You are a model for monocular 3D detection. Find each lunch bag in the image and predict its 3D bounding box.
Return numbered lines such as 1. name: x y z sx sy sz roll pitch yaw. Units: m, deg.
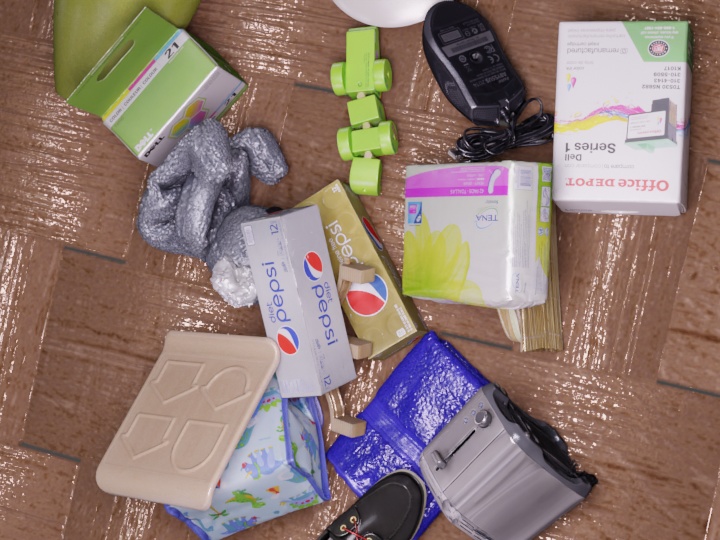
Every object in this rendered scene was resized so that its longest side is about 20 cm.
1. lunch bag: -0.135 0.188 1.741 0.168 0.128 0.202 -22 50 12

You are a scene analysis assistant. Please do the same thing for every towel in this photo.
1. towel: 0.067 0.188 1.720 0.147 0.050 0.200 41 96 15

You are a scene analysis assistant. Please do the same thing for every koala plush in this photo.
1. koala plush: -0.145 -0.040 1.749 0.184 0.177 0.201 -43 76 20

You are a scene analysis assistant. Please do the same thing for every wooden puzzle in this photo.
1. wooden puzzle: -0.185 0.167 1.677 0.184 0.046 0.202 1 58 41

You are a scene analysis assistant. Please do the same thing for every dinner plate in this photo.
1. dinner plate: 0.042 -0.384 1.783 0.198 0.024 0.203 -3 76 13

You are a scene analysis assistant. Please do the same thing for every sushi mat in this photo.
1. sushi mat: 0.197 -0.010 1.680 0.012 0.095 0.203 -6 83 35

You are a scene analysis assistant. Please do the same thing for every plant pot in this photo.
1. plant pot: -0.292 -0.295 1.814 0.186 0.187 0.202 25 105 16

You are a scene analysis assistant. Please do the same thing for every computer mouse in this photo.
1. computer mouse: 0.127 -0.212 1.726 0.137 0.053 0.202 -17 73 -25

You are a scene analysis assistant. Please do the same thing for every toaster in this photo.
1. toaster: 0.156 0.221 1.639 0.129 0.200 0.114 -42 43 12

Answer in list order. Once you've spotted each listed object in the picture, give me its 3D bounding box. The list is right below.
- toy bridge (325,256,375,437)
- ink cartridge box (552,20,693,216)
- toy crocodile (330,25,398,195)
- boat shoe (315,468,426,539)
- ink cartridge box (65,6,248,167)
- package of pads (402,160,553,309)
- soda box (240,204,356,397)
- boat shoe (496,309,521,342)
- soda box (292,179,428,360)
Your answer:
1. toy bridge: -0.020 0.083 1.709 0.067 0.027 0.203 14 107 39
2. ink cartridge box: 0.289 -0.167 1.673 0.143 0.084 0.203 2 86 16
3. toy crocodile: 0.007 -0.188 1.773 0.067 0.062 0.203 -8 78 15
4. boat shoe: 0.000 0.301 1.689 0.074 0.063 0.202 48 117 14
5. ink cartridge box: -0.235 -0.206 1.764 0.076 0.200 0.148 45 97 15
6. package of pads: 0.123 -0.038 1.651 0.199 0.068 0.157 2 90 56
7. soda box: -0.067 0.034 1.666 0.063 0.068 0.202 -8 99 39
8. boat shoe: 0.157 -0.013 1.713 0.075 0.071 0.202 -14 74 30
9. soda box: 0.000 0.000 1.749 0.067 0.064 0.201 -30 77 12
